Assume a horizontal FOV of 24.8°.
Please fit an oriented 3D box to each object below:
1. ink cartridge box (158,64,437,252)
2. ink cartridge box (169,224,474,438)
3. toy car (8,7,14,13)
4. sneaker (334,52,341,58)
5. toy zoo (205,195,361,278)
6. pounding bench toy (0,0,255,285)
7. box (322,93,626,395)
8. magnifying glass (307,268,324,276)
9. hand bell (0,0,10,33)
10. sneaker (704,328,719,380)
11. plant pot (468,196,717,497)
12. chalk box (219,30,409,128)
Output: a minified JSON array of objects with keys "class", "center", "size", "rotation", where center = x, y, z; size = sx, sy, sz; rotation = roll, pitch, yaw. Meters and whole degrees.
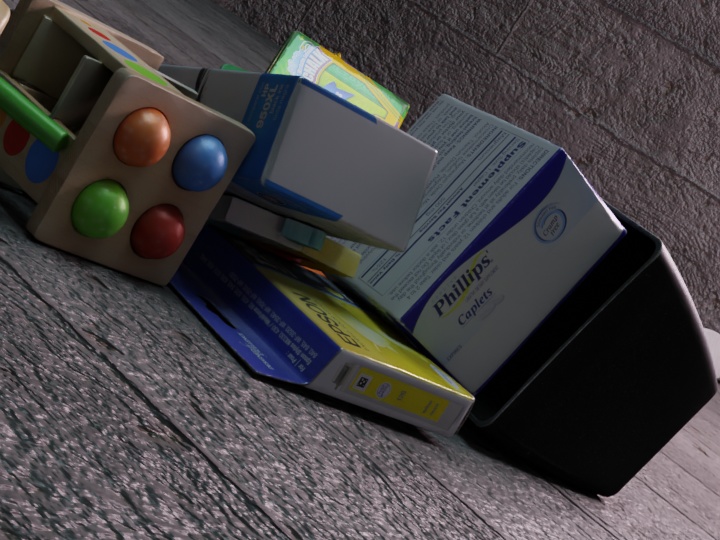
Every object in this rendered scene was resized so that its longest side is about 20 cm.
[{"class":"ink cartridge box","center":[-0.065,-0.086,1.220],"size":[0.144,0.085,0.199],"rotation":[24,-7,-39]},{"class":"ink cartridge box","center":[-0.042,0.036,1.186],"size":[0.199,0.047,0.197],"rotation":[27,10,-44]},{"class":"toy car","center":[-0.384,-0.298,1.516],"size":[0.200,0.158,0.164],"rotation":[47,-19,-30]},{"class":"sneaker","center":[-0.089,-0.496,3.884],"size":[0.199,0.078,0.073],"rotation":[29,11,-12]},{"class":"toy zoo","center":[-0.088,-0.033,1.269],"size":[0.130,0.021,0.199],"rotation":[25,-7,-38]},{"class":"pounding bench toy","center":[-0.196,-0.095,1.084],"size":[0.199,0.125,0.156],"rotation":[23,13,-49]},{"class":"box","center":[0.078,-0.025,1.315],"size":[0.105,0.184,0.200],"rotation":[47,-6,-30]},{"class":"magnifying glass","center":[0.000,0.000,1.480],"size":[0.199,0.080,0.022],"rotation":[10,26,-44]},{"class":"hand bell","center":[-0.299,-0.187,1.434],"size":[0.200,0.104,0.104],"rotation":[42,3,-27]},{"class":"sneaker","center":[0.601,0.150,2.847],"size":[0.199,0.076,0.088],"rotation":[33,-7,-42]},{"class":"plant pot","center":[0.179,0.066,1.363],"size":[0.177,0.200,0.200],"rotation":[44,1,-30]},{"class":"chalk box","center":[-0.070,-0.164,1.781],"size":[0.199,0.124,0.125],"rotation":[32,46,-7]}]
